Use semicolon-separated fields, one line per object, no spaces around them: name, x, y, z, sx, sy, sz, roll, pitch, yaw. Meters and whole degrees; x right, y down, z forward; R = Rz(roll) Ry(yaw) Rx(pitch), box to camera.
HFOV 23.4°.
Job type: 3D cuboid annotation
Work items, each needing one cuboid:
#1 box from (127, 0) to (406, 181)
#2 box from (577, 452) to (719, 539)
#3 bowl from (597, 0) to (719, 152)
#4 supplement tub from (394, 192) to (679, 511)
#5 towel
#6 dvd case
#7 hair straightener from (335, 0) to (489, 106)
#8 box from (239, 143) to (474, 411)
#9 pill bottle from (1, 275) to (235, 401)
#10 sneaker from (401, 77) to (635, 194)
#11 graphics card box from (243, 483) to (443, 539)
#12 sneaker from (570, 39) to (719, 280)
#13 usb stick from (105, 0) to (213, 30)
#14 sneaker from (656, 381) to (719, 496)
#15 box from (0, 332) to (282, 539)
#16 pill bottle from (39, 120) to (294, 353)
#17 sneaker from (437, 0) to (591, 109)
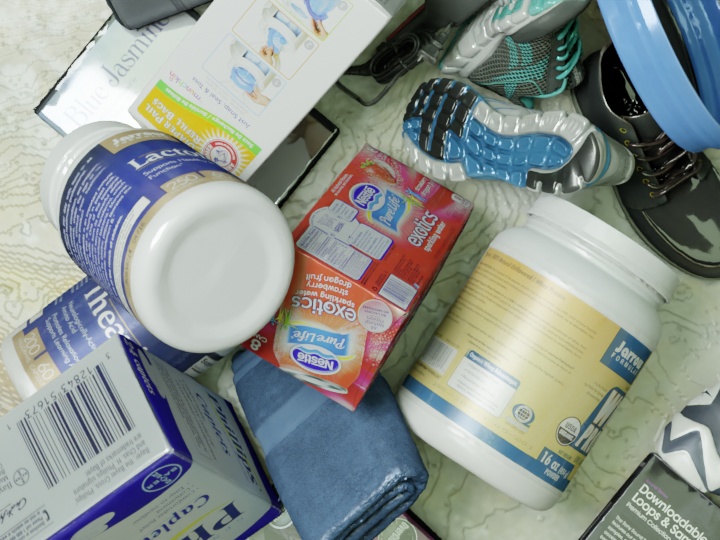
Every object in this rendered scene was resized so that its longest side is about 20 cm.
box;-0.060;-0.165;1.251;0.101;0.113;0.200;41;122;-6
box;0.216;0.260;1.331;0.143;0.036;0.200;40;91;2
bowl;0.218;-0.177;1.239;0.039;0.200;0.201;-22;87;26
supplement tub;0.131;0.059;1.286;0.144;0.145;0.200;33;90;3
towel;-0.023;0.111;1.279;0.112;0.048;0.200;-41;46;15
dvd case;-0.136;-0.117;1.363;0.200;0.018;0.143;39;90;3
hair straightener;0.043;-0.181;1.293;0.041;0.077;0.200;42;132;-19
box;0.000;0.000;1.258;0.099;0.200;0.096;30;120;3
pill bottle;-0.160;0.039;1.306;0.200;0.111;0.111;-36;87;4
sneaker;0.118;-0.092;1.309;0.200;0.086;0.075;22;100;41
graphics card box;0.003;0.234;1.330;0.200;0.051;0.126;43;90;4
sneaker;0.225;-0.079;1.307;0.075;0.106;0.200;-35;87;0
usb stick;-0.105;-0.233;1.308;0.199;0.033;0.056;-16;109;22
sneaker;0.336;0.145;1.308;0.199;0.079;0.130;39;98;13
box;-0.182;0.162;1.246;0.184;0.200;0.105;-35;63;6
pill bottle;-0.138;-0.031;1.181;0.115;0.200;0.116;-13;116;-28
sneaker;0.135;-0.173;1.280;0.091;0.200;0.078;34;73;-10
